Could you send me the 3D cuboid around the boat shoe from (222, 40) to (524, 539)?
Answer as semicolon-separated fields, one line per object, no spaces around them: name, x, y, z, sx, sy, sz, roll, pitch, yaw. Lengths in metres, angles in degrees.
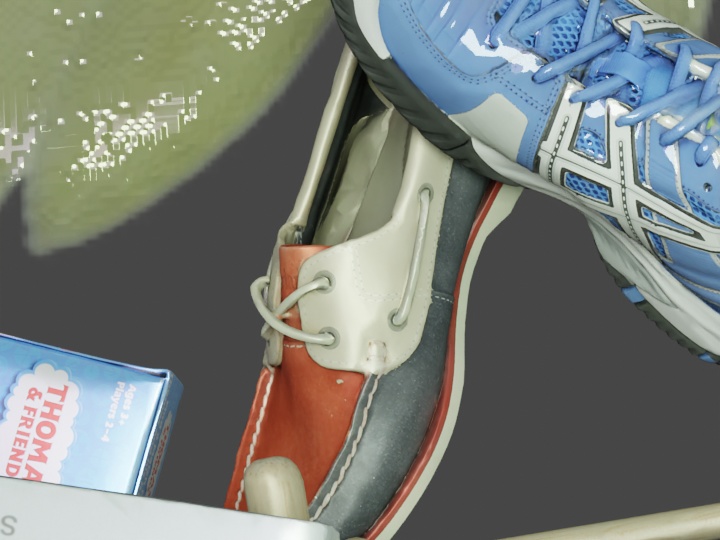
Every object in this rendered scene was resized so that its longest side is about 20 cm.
boat shoe;0.000;0.000;0.772;0.071;0.063;0.200;9;72;46

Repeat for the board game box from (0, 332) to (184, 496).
board game box;-0.170;0.081;0.792;0.200;0.037;0.151;14;80;7

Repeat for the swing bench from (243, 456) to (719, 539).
swing bench;0.088;0.138;0.642;0.199;0.130;0.200;-10;71;9

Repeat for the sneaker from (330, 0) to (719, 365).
sneaker;0.078;-0.051;0.743;0.200;0.077;0.076;36;64;-20

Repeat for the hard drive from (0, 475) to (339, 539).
hard drive;-0.086;0.149;0.597;0.132;0.027;0.200;7;78;11
